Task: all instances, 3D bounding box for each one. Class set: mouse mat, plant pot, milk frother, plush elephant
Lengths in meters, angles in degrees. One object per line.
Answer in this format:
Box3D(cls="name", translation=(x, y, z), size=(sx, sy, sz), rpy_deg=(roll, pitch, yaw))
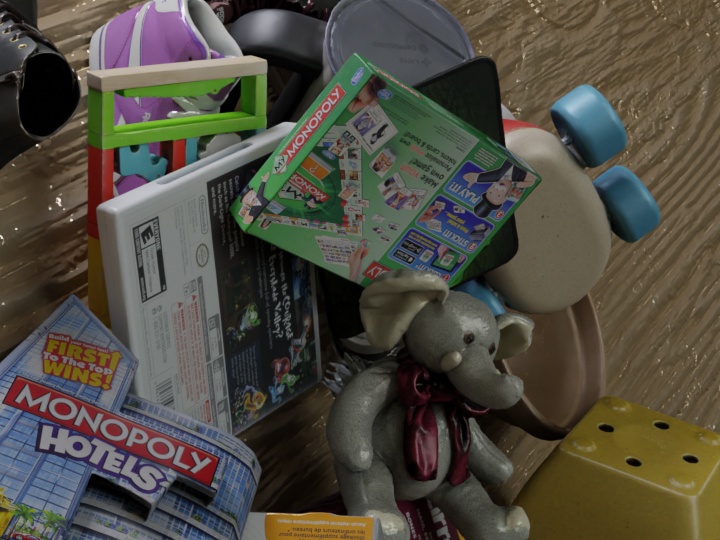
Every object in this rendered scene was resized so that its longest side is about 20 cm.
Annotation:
Box3D(cls="mouse mat", translation=(0.037, -0.047, 1.103), size=(0.008, 0.160, 0.201), rpy_deg=(53, -17, 43))
Box3D(cls="plant pot", translation=(0.133, 0.060, 1.386), size=(0.201, 0.092, 0.202), rpy_deg=(29, 51, -44))
Box3D(cls="milk frother", translation=(-0.025, -0.077, 1.139), size=(0.180, 0.188, 0.201), rpy_deg=(1, 66, -21))
Box3D(cls="plush elephant", translation=(0.056, 0.086, 1.087), size=(0.164, 0.155, 0.200), rpy_deg=(13, 32, -38))
Box3D(cls="plant pot", translation=(0.214, 0.222, 1.262), size=(0.194, 0.195, 0.201), rpy_deg=(-34, 136, -56))

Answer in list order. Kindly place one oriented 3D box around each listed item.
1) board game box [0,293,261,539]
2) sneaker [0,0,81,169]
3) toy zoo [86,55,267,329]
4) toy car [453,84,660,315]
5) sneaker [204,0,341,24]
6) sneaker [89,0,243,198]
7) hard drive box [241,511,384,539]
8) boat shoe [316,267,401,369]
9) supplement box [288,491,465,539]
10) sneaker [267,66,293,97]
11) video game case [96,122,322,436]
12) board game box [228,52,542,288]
Box3D(cls="board game box", translation=(-0.157, 0.112, 0.906), size=(0.199, 0.062, 0.200), rpy_deg=(21, 38, -5))
Box3D(cls="sneaker", translation=(-0.215, -0.143, 0.973), size=(0.075, 0.106, 0.201), rpy_deg=(32, 49, -43))
Box3D(cls="toy zoo", translation=(-0.123, -0.039, 1.040), size=(0.131, 0.020, 0.201), rpy_deg=(-11, 113, -37))
Box3D(cls="toy car", translation=(0.107, -0.074, 1.273), size=(0.177, 0.184, 0.200), rpy_deg=(57, -4, -39))
Box3D(cls="sneaker", translation=(-0.077, -0.200, 1.200), size=(0.200, 0.076, 0.116), rpy_deg=(35, 50, 7))
Box3D(cls="sneaker", translation=(-0.127, -0.097, 1.072), size=(0.073, 0.114, 0.202), rpy_deg=(4, 72, -56))
Box3D(cls="hard drive box", translation=(-0.067, 0.253, 0.936), size=(0.077, 0.155, 0.201), rpy_deg=(82, 10, -58))
Box3D(cls="boat shoe", translation=(0.000, 0.000, 1.253), size=(0.060, 0.073, 0.201), rpy_deg=(95, -12, -49))
Box3D(cls="supplement box", translation=(0.004, 0.217, 1.128), size=(0.200, 0.085, 0.111), rpy_deg=(-12, 84, -57))
Box3D(cls="sneaker", translation=(-0.047, -0.230, 1.285), size=(0.070, 0.075, 0.201), rpy_deg=(5, 69, -54))
Box3D(cls="video game case", translation=(-0.095, 0.021, 1.039), size=(0.182, 0.023, 0.201), rpy_deg=(-30, 125, -45))
Box3D(cls="board game box", translation=(0.022, -0.052, 1.056), size=(0.200, 0.135, 0.029), rpy_deg=(26, 20, -47))
